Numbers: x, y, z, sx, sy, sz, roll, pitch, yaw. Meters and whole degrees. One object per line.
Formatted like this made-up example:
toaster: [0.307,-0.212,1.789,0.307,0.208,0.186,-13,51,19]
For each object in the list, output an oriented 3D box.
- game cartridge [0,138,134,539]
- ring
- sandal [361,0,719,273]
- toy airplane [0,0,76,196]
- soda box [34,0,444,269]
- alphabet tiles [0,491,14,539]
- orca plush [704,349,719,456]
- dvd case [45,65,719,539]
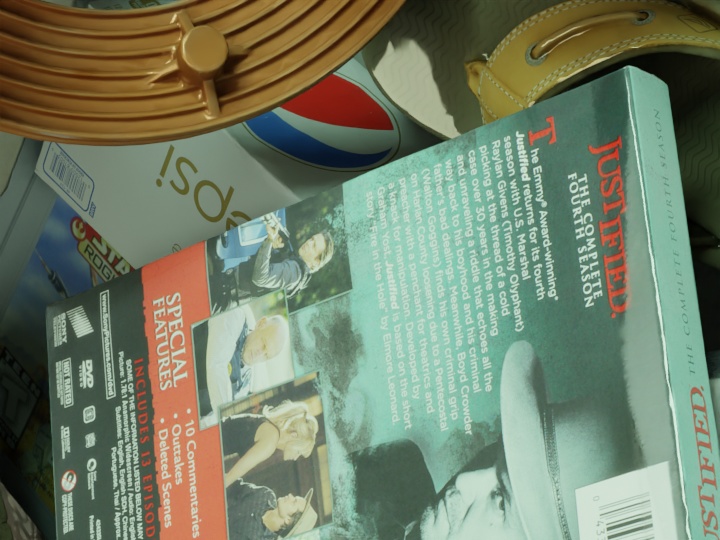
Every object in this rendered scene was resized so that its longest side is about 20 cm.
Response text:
game cartridge: [-0.070,0.035,0.917,0.200,0.041,0.133,48,136,22]
ring: [-0.067,-0.131,0.752,0.201,0.200,0.019,63,164,8]
sandal: [0.072,-0.035,0.739,0.200,0.054,0.081,33,126,32]
toy airplane: [-0.180,-0.081,0.833,0.141,0.200,0.199,45,172,33]
soda box: [0.000,0.000,0.812,0.200,0.068,0.064,43,130,25]
alphabet tiles: [-0.124,0.134,0.954,0.167,0.008,0.201,132,123,-64]
orca plush: [0.132,0.065,0.696,0.199,0.071,0.106,-6,69,25]
dvd case: [0.000,0.048,0.729,0.200,0.022,0.147,-23,63,35]
